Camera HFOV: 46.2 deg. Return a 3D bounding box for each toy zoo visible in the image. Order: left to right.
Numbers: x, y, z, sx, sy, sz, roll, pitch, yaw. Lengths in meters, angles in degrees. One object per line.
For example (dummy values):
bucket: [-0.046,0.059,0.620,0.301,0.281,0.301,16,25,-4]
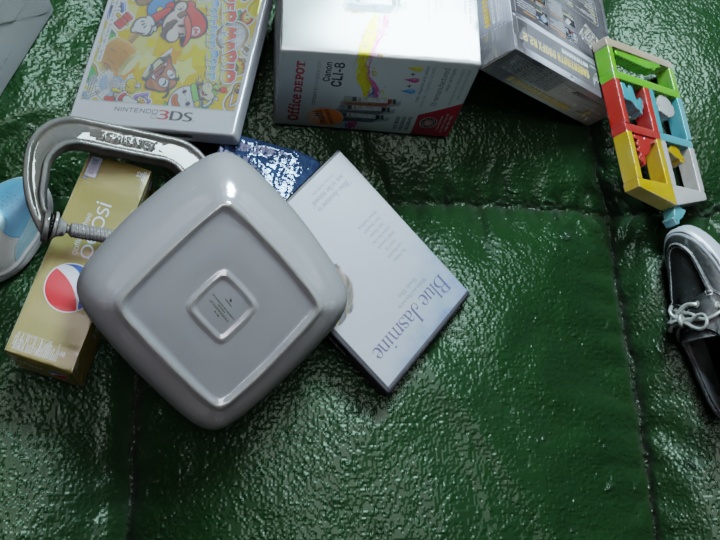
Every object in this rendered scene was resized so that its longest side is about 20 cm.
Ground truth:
toy zoo: [0.318,-0.145,0.918,0.129,0.020,0.205,5,70,-38]

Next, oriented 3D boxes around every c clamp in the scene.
c clamp: [-0.207,-0.051,0.758,0.196,0.027,0.175,15,71,-19]

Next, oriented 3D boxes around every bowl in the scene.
bowl: [-0.122,0.023,0.724,0.199,0.075,0.201,-42,105,-4]

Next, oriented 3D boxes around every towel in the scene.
towel: [-0.107,-0.032,0.828,0.109,0.049,0.204,13,70,-5]

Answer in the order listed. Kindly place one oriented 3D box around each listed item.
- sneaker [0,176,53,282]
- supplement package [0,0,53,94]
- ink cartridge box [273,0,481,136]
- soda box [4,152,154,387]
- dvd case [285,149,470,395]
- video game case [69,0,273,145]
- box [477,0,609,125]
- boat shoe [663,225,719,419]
sneaker: [-0.361,-0.028,0.742,0.079,0.131,0.200,39,69,7]
supplement package: [-0.400,-0.235,0.792,0.109,0.156,0.203,22,70,0]
ink cartridge box: [0.009,-0.240,0.866,0.195,0.146,0.148,3,71,-7]
soda box: [-0.255,-0.001,0.783,0.063,0.068,0.204,18,69,-4]
dvd case: [0.000,0.000,0.823,0.200,0.018,0.143,47,64,-5]
video game case: [-0.190,-0.229,0.868,0.178,0.023,0.204,6,69,11]
box: [0.198,-0.262,0.904,0.197,0.048,0.162,12,67,-41]
boat shoe: [0.349,0.054,0.860,0.067,0.073,0.204,-13,82,-28]
